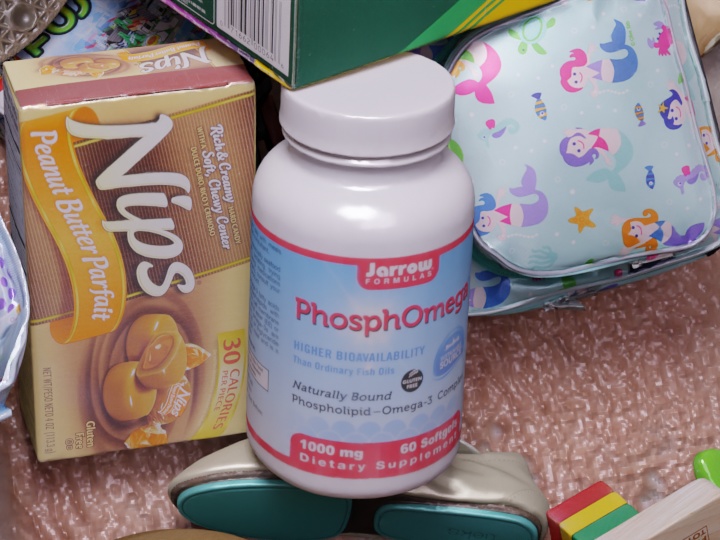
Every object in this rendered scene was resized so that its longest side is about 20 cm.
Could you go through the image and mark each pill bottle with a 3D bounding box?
[{"bbox_3d":[0.000,0.000,1.364,0.108,0.109,0.201,-5,119,-13],"label":"pill bottle"}]

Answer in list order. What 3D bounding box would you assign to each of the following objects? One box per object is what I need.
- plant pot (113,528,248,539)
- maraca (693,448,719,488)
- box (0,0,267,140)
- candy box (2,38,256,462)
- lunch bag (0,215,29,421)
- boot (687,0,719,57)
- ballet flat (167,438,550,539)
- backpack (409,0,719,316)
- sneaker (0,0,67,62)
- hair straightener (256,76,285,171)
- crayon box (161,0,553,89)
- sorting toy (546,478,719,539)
[{"bbox_3d":[-0.074,0.203,1.336,0.185,0.200,0.188,2,77,-11],"label":"plant pot"},{"bbox_3d":[0.240,0.164,1.455,0.137,0.107,0.201,-39,98,-42],"label":"maraca"},{"bbox_3d":[-0.099,-0.126,1.468,0.110,0.035,0.200,36,69,30],"label":"box"},{"bbox_3d":[-0.112,-0.009,1.392,0.115,0.055,0.201,-8,120,-15],"label":"candy box"},{"bbox_3d":[-0.237,0.001,1.363,0.127,0.170,0.201,-28,85,-18],"label":"lunch bag"},{"bbox_3d":[0.128,-0.196,1.545,0.175,0.066,0.200,-41,89,-17],"label":"boot"},{"bbox_3d":[0.000,0.106,1.452,0.199,0.069,0.070,9,75,-12],"label":"ballet flat"},{"bbox_3d":[0.084,-0.065,1.458,0.199,0.151,0.179,-14,94,-1],"label":"backpack"},{"bbox_3d":[-0.179,-0.160,1.466,0.200,0.075,0.071,-40,104,-19],"label":"sneaker"},{"bbox_3d":[-0.062,-0.035,1.477,0.077,0.041,0.201,-15,80,-16],"label":"hair straightener"},{"bbox_3d":[-0.024,-0.176,1.394,0.172,0.059,0.200,-22,41,-32],"label":"crayon box"},{"bbox_3d":[0.095,0.214,1.392,0.199,0.070,0.200,-28,127,-19],"label":"sorting toy"}]
